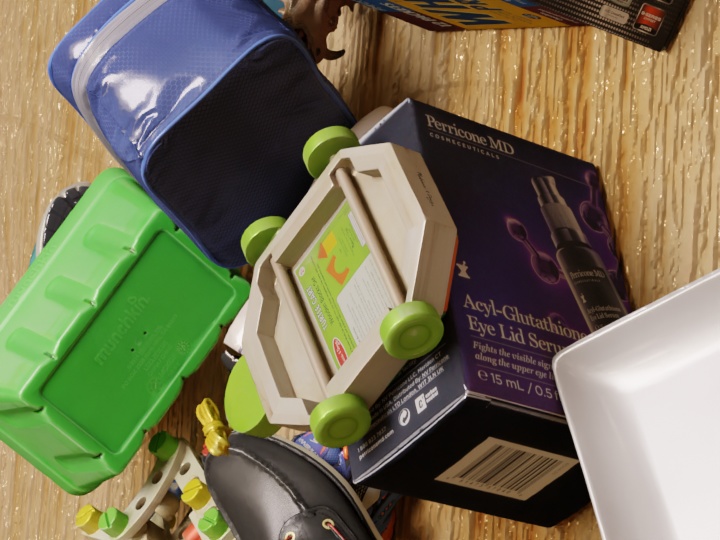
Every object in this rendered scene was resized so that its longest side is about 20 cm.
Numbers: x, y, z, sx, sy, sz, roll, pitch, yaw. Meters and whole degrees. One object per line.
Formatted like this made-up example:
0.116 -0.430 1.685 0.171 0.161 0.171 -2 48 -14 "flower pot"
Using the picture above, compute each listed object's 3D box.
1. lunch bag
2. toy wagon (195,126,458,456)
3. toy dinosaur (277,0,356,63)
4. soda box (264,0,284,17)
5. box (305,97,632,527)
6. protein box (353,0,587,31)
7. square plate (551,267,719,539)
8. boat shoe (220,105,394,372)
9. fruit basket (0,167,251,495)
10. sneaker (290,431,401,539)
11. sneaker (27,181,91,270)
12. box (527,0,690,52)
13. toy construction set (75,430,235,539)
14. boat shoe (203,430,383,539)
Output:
-0.098 -0.107 1.470 0.136 0.200 0.132 -41 59 -4 "lunch bag"
-0.022 0.024 1.245 0.200 0.039 0.155 -53 39 28 "toy wagon"
-0.005 -0.243 1.540 0.200 0.136 0.086 -42 25 -7 "toy dinosaur"
-0.060 -0.221 1.626 0.064 0.068 0.201 10 86 56 "soda box"
0.066 0.025 1.282 0.104 0.148 0.201 -41 47 38 "box"
0.070 -0.263 1.400 0.198 0.134 0.201 7 83 55 "protein box"
0.204 0.084 1.127 0.198 0.028 0.201 -28 52 20 "square plate"
0.000 0.000 1.469 0.093 0.075 0.201 32 94 26 "boat shoe"
-0.180 0.048 1.601 0.215 0.155 0.216 -40 23 21 "fruit basket"
-0.001 0.111 1.405 0.075 0.078 0.201 40 110 52 "sneaker"
-0.236 0.029 1.791 0.080 0.077 0.201 -179 108 -74 "sneaker"
0.121 -0.224 1.258 0.044 0.199 0.161 43 112 52 "box"
-0.103 0.181 1.507 0.131 0.092 0.200 -46 46 3 "toy construction set"
-0.026 0.173 1.350 0.202 0.063 0.074 49 119 18 "boat shoe"
